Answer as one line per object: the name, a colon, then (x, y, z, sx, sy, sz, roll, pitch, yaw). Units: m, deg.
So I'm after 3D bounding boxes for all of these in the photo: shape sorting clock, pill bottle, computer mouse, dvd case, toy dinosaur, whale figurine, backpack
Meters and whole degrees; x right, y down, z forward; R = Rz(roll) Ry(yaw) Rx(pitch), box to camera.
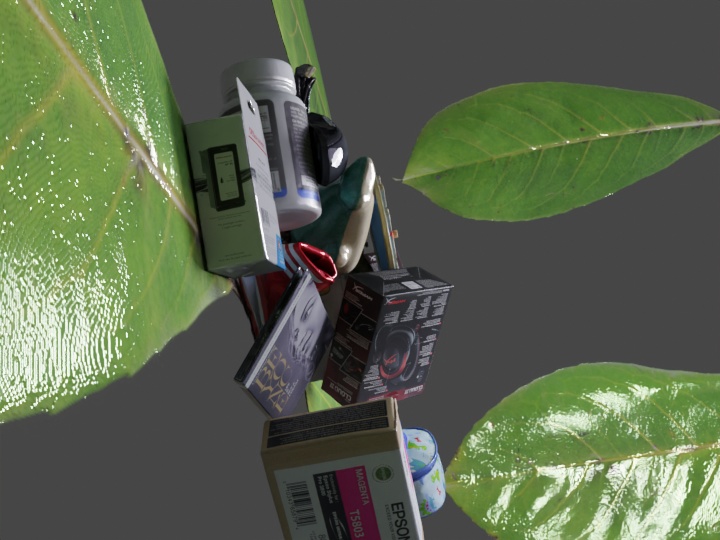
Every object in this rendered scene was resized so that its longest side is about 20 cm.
shape sorting clock: (0.037, -0.051, 1.298, 0.200, 0.039, 0.201, 166, -90, -90)
pill bottle: (-0.118, -0.157, 1.078, 0.114, 0.113, 0.201, 62, 19, -78)
computer mouse: (-0.050, -0.196, 1.118, 0.200, 0.046, 0.141, -127, -146, -65)
dvd case: (-0.084, 0.100, 1.024, 0.149, 0.016, 0.200, -61, 161, -19)
toy dinosaur: (0.000, 0.000, 1.284, 0.200, 0.047, 0.088, -95, 162, -47)
whale figurine: (-0.037, -0.079, 1.155, 0.200, 0.103, 0.159, 117, -15, -63)
backpack: (0.022, 0.300, 1.277, 0.183, 0.199, 0.147, -84, 163, -74)

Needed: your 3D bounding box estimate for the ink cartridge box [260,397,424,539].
ink cartridge box: (-0.019, 0.267, 1.029, 0.075, 0.164, 0.200, -92, 170, -67)

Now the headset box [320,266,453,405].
headset box: (0.035, 0.104, 1.202, 0.075, 0.148, 0.201, 30, -64, 39)

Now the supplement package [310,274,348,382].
supplement package: (-0.063, 0.062, 1.332, 0.156, 0.111, 0.201, -33, 111, -86)

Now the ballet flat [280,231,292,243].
ballet flat: (-0.115, -0.073, 1.261, 0.200, 0.067, 0.046, -84, -170, -60)

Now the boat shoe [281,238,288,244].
boat shoe: (-0.084, 0.039, 1.173, 0.075, 0.075, 0.203, -51, 143, -34)

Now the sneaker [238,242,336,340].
sneaker: (-0.080, 0.046, 1.086, 0.200, 0.115, 0.078, 75, 6, -47)

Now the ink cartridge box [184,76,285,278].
ink cartridge box: (-0.140, -0.098, 0.945, 0.116, 0.068, 0.201, 50, 30, -83)

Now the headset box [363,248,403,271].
headset box: (0.036, 0.087, 1.441, 0.149, 0.075, 0.200, -52, -127, 59)
